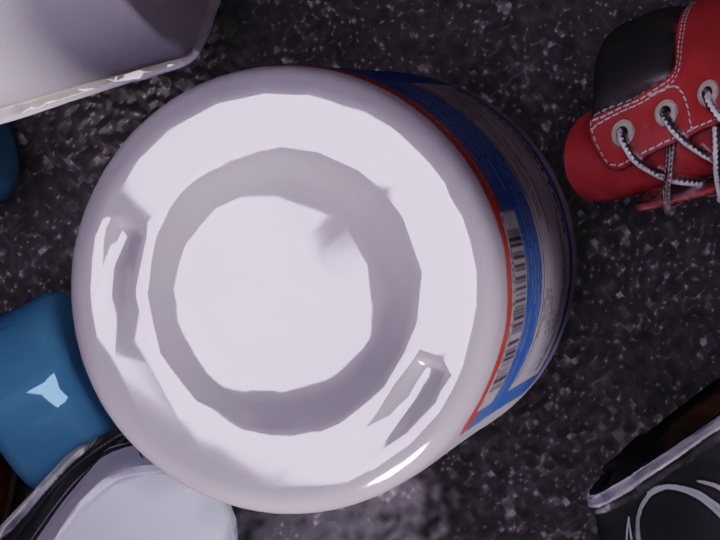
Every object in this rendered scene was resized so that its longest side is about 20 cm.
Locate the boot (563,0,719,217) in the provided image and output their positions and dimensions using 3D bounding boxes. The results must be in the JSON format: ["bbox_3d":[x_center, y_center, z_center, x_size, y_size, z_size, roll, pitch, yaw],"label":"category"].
[{"bbox_3d":[0.127,-0.035,0.738,0.144,0.200,0.073,-29,116,12],"label":"boot"}]

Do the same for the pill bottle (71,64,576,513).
[{"bbox_3d":[0.000,0.000,0.755,0.112,0.200,0.113,1,93,11],"label":"pill bottle"}]

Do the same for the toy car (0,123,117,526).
[{"bbox_3d":[-0.194,0.035,0.798,0.184,0.200,0.177,-27,87,12],"label":"toy car"}]

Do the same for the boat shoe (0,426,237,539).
[{"bbox_3d":[-0.113,0.129,0.807,0.073,0.068,0.200,30,93,-20],"label":"boat shoe"}]

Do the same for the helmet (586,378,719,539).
[{"bbox_3d":[0.174,0.094,0.730,0.200,0.200,0.191,-36,88,11],"label":"helmet"}]

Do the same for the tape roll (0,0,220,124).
[{"bbox_3d":[-0.107,-0.147,0.771,0.071,0.202,0.203,-16,89,12],"label":"tape roll"}]
